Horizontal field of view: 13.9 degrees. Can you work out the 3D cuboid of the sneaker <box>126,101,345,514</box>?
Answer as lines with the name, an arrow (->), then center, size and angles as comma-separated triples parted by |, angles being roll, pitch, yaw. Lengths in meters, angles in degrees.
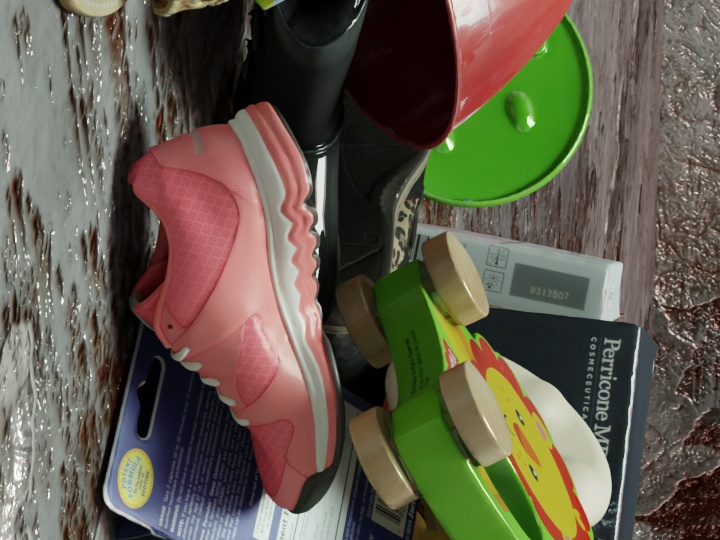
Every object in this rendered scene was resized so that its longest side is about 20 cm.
sneaker -> -0.061, 0.022, 1.349 | 0.074, 0.086, 0.201 | -125, -156, -63

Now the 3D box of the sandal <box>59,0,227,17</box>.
sandal -> -0.067, -0.147, 1.257 | 0.212, 0.069, 0.078 | -37, 133, -76

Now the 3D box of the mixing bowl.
mixing bowl -> 0.040, -0.170, 1.435 | 0.200, 0.108, 0.201 | 53, -23, 34

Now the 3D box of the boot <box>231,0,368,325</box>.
boot -> -0.026, -0.074, 1.396 | 0.200, 0.065, 0.166 | 119, -30, -65

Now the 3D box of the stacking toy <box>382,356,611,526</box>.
stacking toy -> 0.037, 0.154, 1.688 | 0.200, 0.146, 0.146 | -56, -178, 26

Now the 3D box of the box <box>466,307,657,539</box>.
box -> 0.070, 0.124, 1.807 | 0.117, 0.199, 0.198 | 40, 57, -77

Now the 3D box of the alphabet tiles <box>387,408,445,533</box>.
alphabet tiles -> 0.013, 0.165, 1.638 | 0.200, 0.006, 0.167 | -21, -98, 59

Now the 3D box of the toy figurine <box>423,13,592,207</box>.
toy figurine -> 0.054, -0.123, 1.888 | 0.184, 0.149, 0.201 | 115, -41, -80

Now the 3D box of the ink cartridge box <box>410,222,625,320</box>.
ink cartridge box -> 0.096, -0.001, 1.988 | 0.200, 0.162, 0.057 | -25, 126, -78

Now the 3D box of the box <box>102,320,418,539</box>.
box -> -0.050, 0.097, 1.415 | 0.200, 0.032, 0.122 | 34, 56, -39

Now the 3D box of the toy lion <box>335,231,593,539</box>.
toy lion -> 0.064, 0.092, 1.432 | 0.192, 0.068, 0.200 | 57, 13, -26

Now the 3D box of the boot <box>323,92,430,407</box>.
boot -> 0.000, 0.000, 1.709 | 0.151, 0.073, 0.201 | 90, 6, -46

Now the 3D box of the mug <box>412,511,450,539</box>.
mug -> -0.006, 0.187, 1.536 | 0.149, 0.186, 0.154 | 140, -47, -65

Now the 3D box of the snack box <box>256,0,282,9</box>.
snack box -> -0.039, -0.223, 1.238 | 0.142, 0.053, 0.200 | 51, 33, -23
